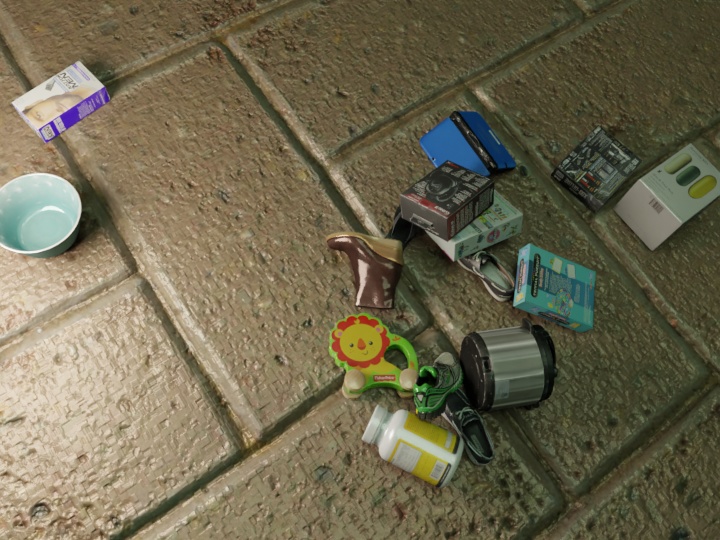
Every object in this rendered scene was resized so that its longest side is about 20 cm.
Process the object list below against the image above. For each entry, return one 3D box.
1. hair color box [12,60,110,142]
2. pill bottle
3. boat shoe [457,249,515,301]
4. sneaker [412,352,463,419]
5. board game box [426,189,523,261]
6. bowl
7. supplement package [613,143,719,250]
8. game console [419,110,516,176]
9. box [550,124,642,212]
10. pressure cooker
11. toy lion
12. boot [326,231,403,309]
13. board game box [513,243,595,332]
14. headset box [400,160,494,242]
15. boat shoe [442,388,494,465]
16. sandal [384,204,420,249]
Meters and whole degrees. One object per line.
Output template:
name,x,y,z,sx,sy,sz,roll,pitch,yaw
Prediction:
hair color box,-0.750,-0.426,1.664,0.109,0.065,0.200,43,70,12
pill bottle,0.108,0.364,1.391,0.198,0.112,0.113,26,66,5
boat shoe,0.300,-0.013,1.607,0.074,0.060,0.201,-32,73,-17
sneaker,0.168,0.231,1.427,0.077,0.086,0.200,-5,22,25
board game box,0.274,-0.120,1.621,0.198,0.065,0.148,-23,47,-15
bowl,-0.726,-0.109,1.504,0.198,0.105,0.203,3,66,-6
supplement package,0.795,-0.187,1.692,0.199,0.151,0.152,-32,73,-19
game console,0.286,-0.313,1.761,0.170,0.118,0.201,-13,65,-46
box,0.632,-0.274,1.767,0.158,0.050,0.200,43,69,12
pressure cooker,0.333,0.213,1.446,0.197,0.176,0.180,-7,61,-9
toy lion,0.028,0.188,1.492,0.197,0.069,0.194,1,59,-7
boot,0.000,0.000,1.563,0.198,0.072,0.168,8,79,15
board game box,0.466,0.043,1.580,0.198,0.047,0.153,21,64,-16
headset box,0.201,-0.165,1.577,0.148,0.078,0.200,30,56,34
boat shoe,0.229,0.327,1.444,0.071,0.068,0.201,-20,68,-15
sandal,0.104,-0.100,1.632,0.075,0.043,0.201,25,66,5
